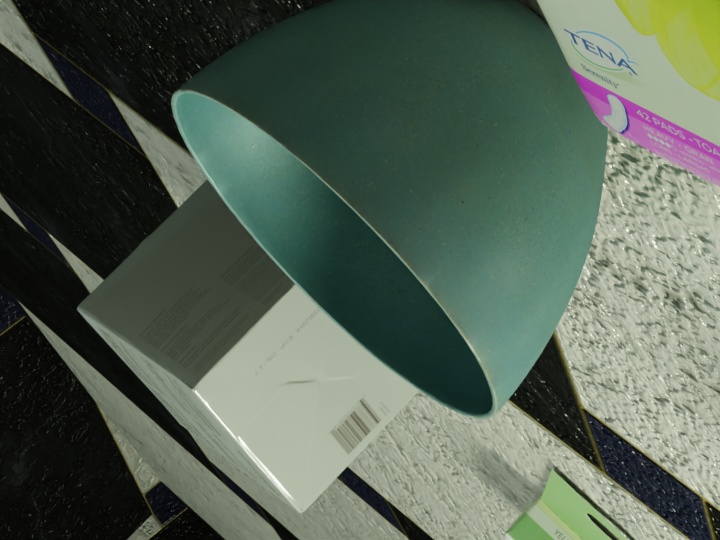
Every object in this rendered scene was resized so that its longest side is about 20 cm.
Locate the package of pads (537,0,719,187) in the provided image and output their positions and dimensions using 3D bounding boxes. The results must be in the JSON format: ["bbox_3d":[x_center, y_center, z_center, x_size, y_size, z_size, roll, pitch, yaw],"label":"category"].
[{"bbox_3d":[0.132,-0.084,0.681,0.200,0.068,0.155,32,163,44],"label":"package of pads"}]

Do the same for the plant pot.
[{"bbox_3d":[0.032,-0.051,0.953,0.200,0.135,0.200,42,167,12],"label":"plant pot"}]

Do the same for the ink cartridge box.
[{"bbox_3d":[0.176,0.234,1.614,0.146,0.048,0.200,43,170,13],"label":"ink cartridge box"}]

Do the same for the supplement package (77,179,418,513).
[{"bbox_3d":[-0.081,0.053,1.611,0.200,0.152,0.151,27,159,54],"label":"supplement package"}]
